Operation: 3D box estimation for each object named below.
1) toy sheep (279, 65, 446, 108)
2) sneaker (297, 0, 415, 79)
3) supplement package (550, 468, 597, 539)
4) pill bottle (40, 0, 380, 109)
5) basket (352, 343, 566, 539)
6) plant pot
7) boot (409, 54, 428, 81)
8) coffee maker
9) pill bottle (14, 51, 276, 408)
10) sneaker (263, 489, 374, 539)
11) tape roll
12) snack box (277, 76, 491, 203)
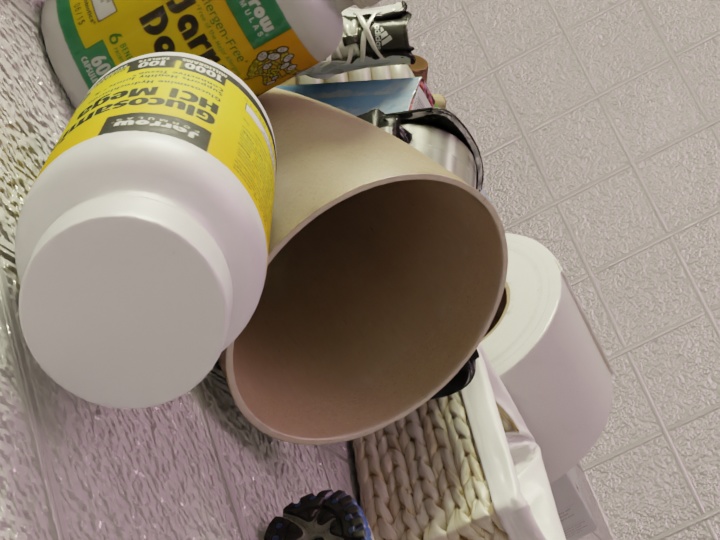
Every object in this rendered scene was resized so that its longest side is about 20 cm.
[{"bbox_3d":[-0.014,-0.155,1.207,0.138,0.197,0.140,174,-90,-66],"label":"toy sheep"},{"bbox_3d":[-0.026,-0.188,1.017,0.200,0.114,0.077,-19,101,-58],"label":"sneaker"},{"bbox_3d":[0.143,0.187,1.323,0.201,0.116,0.118,57,13,-35],"label":"supplement package"},{"bbox_3d":[-0.079,-0.158,0.775,0.114,0.198,0.113,60,10,-18],"label":"pill bottle"},{"bbox_3d":[0.075,0.174,0.980,0.136,0.122,0.201,58,12,-30],"label":"basket"},{"bbox_3d":[-0.037,-0.028,0.816,0.200,0.187,0.188,50,-2,44],"label":"plant pot"},{"bbox_3d":[-0.033,-0.155,1.323,0.077,0.197,0.157,-92,-169,-58],"label":"boot"},{"bbox_3d":[0.000,0.000,0.974,0.134,0.191,0.202,37,44,-33],"label":"coffee maker"},{"bbox_3d":[-0.096,-0.023,0.604,0.113,0.111,0.201,60,10,-22],"label":"pill bottle"},{"bbox_3d":[0.006,0.209,0.675,0.201,0.076,0.086,-102,167,-52],"label":"sneaker"},{"bbox_3d":[0.111,0.085,1.170,0.140,0.201,0.204,57,12,-34],"label":"tape roll"},{"bbox_3d":[0.010,-0.074,1.126,0.200,0.166,0.068,52,48,-46],"label":"snack box"}]
